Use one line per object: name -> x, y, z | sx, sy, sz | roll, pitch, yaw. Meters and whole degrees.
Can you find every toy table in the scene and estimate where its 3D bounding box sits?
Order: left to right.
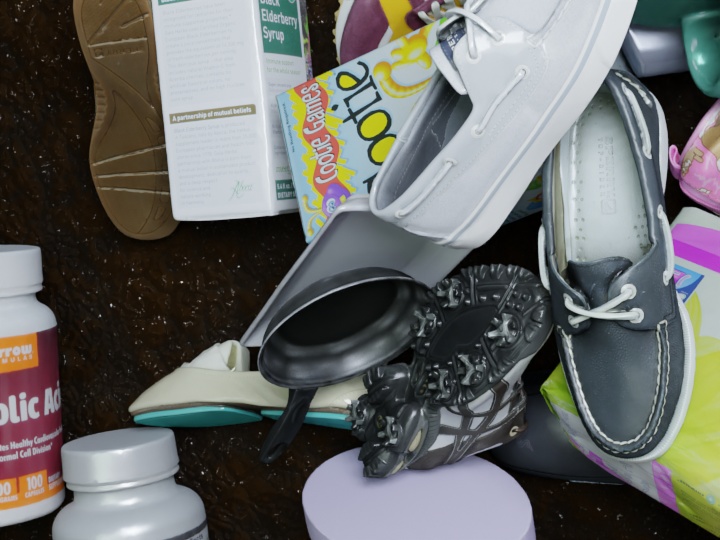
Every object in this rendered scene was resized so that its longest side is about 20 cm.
toy table -> 0.043, 0.195, 0.767 | 0.184, 0.200, 0.117 | -12, 103, -9

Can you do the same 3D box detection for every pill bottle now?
pill bottle -> -0.285, 0.083, 0.914 | 0.114, 0.114, 0.200 | 1, 97, 23
pill bottle -> -0.163, 0.220, 0.879 | 0.111, 0.111, 0.200 | -5, 93, 23

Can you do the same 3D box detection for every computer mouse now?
computer mouse -> 0.167, 0.070, 0.758 | 0.200, 0.046, 0.141 | 0, 96, 23

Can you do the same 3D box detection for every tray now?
tray -> 0.000, 0.000, 0.746 | 0.200, 0.107, 0.022 | 130, 135, -57

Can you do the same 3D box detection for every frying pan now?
frying pan -> -0.012, 0.055, 0.761 | 0.115, 0.190, 0.031 | -16, 60, -15

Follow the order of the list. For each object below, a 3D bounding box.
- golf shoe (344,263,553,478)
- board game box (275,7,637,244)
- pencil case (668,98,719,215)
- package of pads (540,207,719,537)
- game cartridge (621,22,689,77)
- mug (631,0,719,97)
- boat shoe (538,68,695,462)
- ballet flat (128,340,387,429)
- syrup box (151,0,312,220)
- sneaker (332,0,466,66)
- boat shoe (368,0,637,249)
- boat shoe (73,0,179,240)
golf shoe -> 0.071, 0.061, 0.734 | 0.200, 0.094, 0.078 | -48, 45, 48
board game box -> 0.065, -0.087, 0.742 | 0.200, 0.105, 0.103 | -21, 70, 23
pencil case -> 0.275, -0.033, 0.684 | 0.200, 0.087, 0.083 | 38, 139, 15
package of pads -> 0.214, 0.067, 0.643 | 0.200, 0.068, 0.155 | 28, 69, 40
game cartridge -> 0.196, -0.217, 0.699 | 0.133, 0.041, 0.200 | -8, 93, 7
mug -> 0.180, -0.201, 0.615 | 0.185, 0.114, 0.152 | 43, 85, 0
boat shoe -> 0.122, -0.003, 0.609 | 0.076, 0.060, 0.200 | -11, 81, 28
ballet flat -> -0.071, 0.079, 0.858 | 0.200, 0.069, 0.070 | -1, 95, 21
syrup box -> -0.084, -0.137, 0.824 | 0.081, 0.079, 0.200 | -2, 95, 23
sneaker -> 0.064, -0.189, 0.759 | 0.090, 0.075, 0.200 | 43, 111, 18
boat shoe -> 0.065, -0.098, 0.591 | 0.200, 0.068, 0.072 | -58, 33, 36
boat shoe -> -0.158, -0.122, 0.866 | 0.072, 0.072, 0.200 | -4, 116, 6
